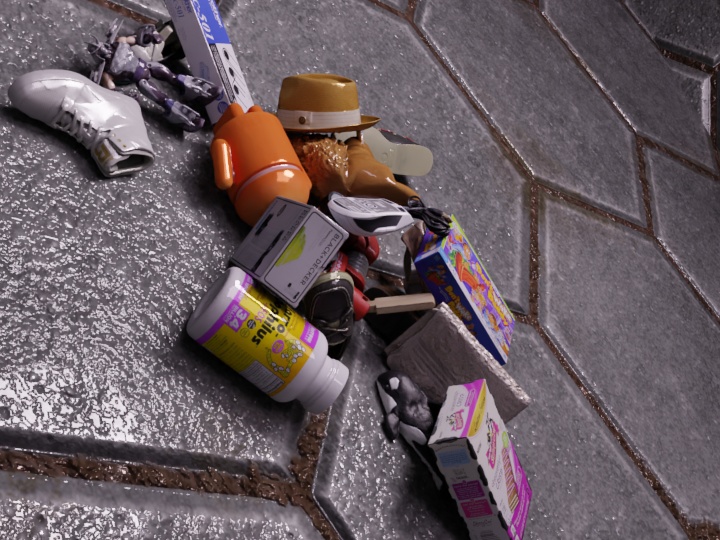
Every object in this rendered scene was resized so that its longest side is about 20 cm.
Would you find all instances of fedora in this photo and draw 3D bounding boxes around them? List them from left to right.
[{"bbox_3d":[-0.066,-0.266,1.763,0.200,0.199,0.083,-22,117,-56],"label":"fedora"}]

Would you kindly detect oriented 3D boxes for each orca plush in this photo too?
[{"bbox_3d":[0.094,0.216,1.546,0.105,0.071,0.202,12,47,-43],"label":"orca plush"}]

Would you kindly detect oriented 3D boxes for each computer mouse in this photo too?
[{"bbox_3d":[0.034,-0.073,1.595,0.198,0.044,0.109,-1,25,-37],"label":"computer mouse"}]

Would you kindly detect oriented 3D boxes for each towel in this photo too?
[{"bbox_3d":[0.135,0.154,1.605,0.200,0.132,0.034,47,28,-1],"label":"towel"}]

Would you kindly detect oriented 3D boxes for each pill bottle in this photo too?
[{"bbox_3d":[-0.112,0.093,1.399,0.199,0.104,0.105,38,33,-15],"label":"pill bottle"}]

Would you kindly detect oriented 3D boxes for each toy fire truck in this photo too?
[{"bbox_3d":[0.000,0.000,1.610,0.199,0.129,0.177,39,32,-15],"label":"toy fire truck"}]

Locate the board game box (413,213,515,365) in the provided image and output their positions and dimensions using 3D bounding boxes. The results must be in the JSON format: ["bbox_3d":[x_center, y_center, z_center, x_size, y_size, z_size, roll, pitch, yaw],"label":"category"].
[{"bbox_3d":[0.157,0.033,1.663,0.201,0.044,0.135,57,25,-17],"label":"board game box"}]

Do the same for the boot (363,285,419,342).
[{"bbox_3d":[0.086,0.100,1.670,0.201,0.074,0.075,51,22,9],"label":"boot"}]

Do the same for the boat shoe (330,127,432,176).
[{"bbox_3d":[0.029,-0.208,1.937,0.199,0.075,0.063,10,11,-32],"label":"boat shoe"}]

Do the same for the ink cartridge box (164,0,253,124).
[{"bbox_3d":[-0.226,-0.325,1.687,0.202,0.044,0.094,69,18,-4],"label":"ink cartridge box"}]

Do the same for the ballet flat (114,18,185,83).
[{"bbox_3d":[-0.308,-0.334,1.655,0.073,0.073,0.200,47,32,-1],"label":"ballet flat"}]

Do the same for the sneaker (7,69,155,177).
[{"bbox_3d":[-0.349,-0.184,1.441,0.199,0.074,0.116,8,46,-47],"label":"sneaker"}]

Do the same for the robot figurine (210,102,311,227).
[{"bbox_3d":[-0.146,-0.144,1.604,0.201,0.116,0.144,63,2,24],"label":"robot figurine"}]

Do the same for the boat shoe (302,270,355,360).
[{"bbox_3d":[-0.036,0.066,1.465,0.071,0.201,0.067,-13,66,-10],"label":"boat shoe"}]

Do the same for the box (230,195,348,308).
[{"bbox_3d":[-0.096,-0.029,1.448,0.060,0.117,0.200,38,-3,-19],"label":"box"}]

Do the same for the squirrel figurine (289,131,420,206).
[{"bbox_3d":[-0.025,-0.160,1.752,0.199,0.141,0.188,32,29,-28],"label":"squirrel figurine"}]

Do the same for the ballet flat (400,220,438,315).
[{"bbox_3d":[0.104,0.022,1.704,0.068,0.067,0.202,35,37,-54],"label":"ballet flat"}]

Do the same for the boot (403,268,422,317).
[{"bbox_3d":[0.132,0.089,1.729,0.200,0.074,0.096,44,35,1],"label":"boot"}]

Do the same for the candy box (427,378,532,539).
[{"bbox_3d":[0.166,0.269,1.515,0.202,0.060,0.137,65,26,-21],"label":"candy box"}]

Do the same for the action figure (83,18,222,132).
[{"bbox_3d":[-0.299,-0.274,1.571,0.199,0.069,0.131,27,81,-31],"label":"action figure"}]
